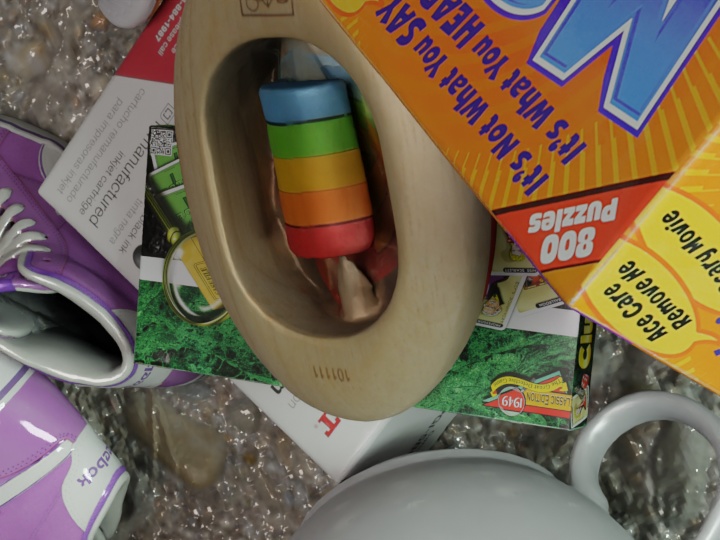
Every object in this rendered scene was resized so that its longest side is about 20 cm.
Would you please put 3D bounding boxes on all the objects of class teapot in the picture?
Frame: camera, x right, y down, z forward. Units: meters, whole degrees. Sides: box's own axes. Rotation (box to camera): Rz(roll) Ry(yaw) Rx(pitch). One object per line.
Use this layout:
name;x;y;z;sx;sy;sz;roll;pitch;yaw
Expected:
teapot;0.040;0.140;0.831;0.198;0.199;0.146;110;159;-46

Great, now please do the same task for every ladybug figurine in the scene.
ladybug figurine;-0.004;-0.045;0.745;0.135;0.072;0.201;5;110;37

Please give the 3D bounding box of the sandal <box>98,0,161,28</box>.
sandal;-0.094;-0.199;0.907;0.079;0.059;0.207;-35;56;52

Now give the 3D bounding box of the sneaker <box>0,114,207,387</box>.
sneaker;-0.161;-0.014;0.931;0.200;0.114;0.073;33;109;21

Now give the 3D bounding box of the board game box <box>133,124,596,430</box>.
board game box;0.000;0.000;0.814;0.199;0.023;0.105;6;98;24

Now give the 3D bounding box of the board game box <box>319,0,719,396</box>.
board game box;0.144;-0.081;0.602;0.200;0.200;0.200;-51;38;14

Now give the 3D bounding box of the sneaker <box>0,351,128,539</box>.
sneaker;-0.190;0.130;0.974;0.114;0.073;0.200;44;130;-10

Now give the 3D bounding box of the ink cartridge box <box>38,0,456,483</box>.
ink cartridge box;-0.021;-0.027;0.879;0.200;0.083;0.147;42;109;17
